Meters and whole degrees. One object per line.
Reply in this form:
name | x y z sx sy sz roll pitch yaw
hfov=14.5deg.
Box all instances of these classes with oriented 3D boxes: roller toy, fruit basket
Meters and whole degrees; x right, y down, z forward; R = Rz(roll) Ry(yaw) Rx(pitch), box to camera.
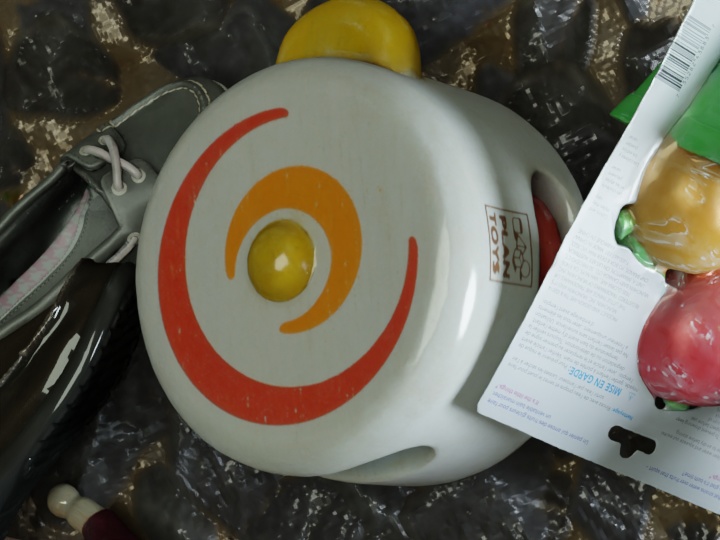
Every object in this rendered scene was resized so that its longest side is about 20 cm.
roller toy | 0.000 0.000 1.245 0.182 0.140 0.200 46 109 29
fruit basket | 0.151 -0.004 1.229 0.094 0.185 0.200 39 102 47

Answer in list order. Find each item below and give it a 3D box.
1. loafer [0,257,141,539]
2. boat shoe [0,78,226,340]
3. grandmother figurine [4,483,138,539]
loafer | -0.172 0.069 1.279 0.071 0.073 0.200 38 99 7
boat shoe | -0.136 -0.014 1.330 0.200 0.057 0.067 -49 57 6
grandmother figurine | -0.139 0.164 1.334 0.200 0.061 0.121 6 96 17
